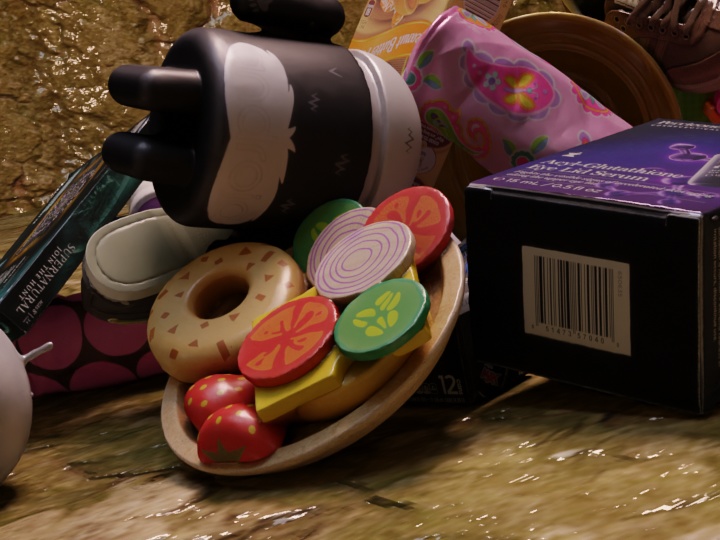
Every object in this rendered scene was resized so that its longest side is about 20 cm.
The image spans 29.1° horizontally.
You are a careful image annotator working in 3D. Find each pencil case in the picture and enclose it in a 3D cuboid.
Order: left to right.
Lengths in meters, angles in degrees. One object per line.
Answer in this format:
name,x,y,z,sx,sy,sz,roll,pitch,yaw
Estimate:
pencil case,-0.157,0.035,1.016,0.198,0.091,0.094,-10,40,3
pencil case,0.114,-0.093,0.929,0.199,0.088,0.087,35,17,4

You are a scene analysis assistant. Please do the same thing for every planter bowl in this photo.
planter bowl,0.152,-0.100,1.081,0.199,0.202,0.083,-9,10,16

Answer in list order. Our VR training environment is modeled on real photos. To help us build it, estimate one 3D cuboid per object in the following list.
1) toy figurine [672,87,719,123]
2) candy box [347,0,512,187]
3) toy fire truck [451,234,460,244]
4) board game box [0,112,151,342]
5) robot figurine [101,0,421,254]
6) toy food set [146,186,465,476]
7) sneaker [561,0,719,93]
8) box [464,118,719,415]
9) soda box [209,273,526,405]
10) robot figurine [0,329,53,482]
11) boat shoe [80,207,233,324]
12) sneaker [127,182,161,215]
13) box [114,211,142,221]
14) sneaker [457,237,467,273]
toy figurine,0.326,-0.074,1.002,0.150,0.199,0.185,-46,19,22
candy box,0.033,-0.144,1.035,0.055,0.201,0.115,22,4,-31
toy fire truck,0.070,-0.046,1.206,0.199,0.113,0.168,-6,29,35
board game box,-0.214,-0.019,0.964,0.135,0.028,0.201,-25,26,49
robot figurine,-0.058,-0.085,0.872,0.199,0.125,0.151,2,-43,-29
toy food set,-0.030,0.029,0.765,0.197,0.049,0.201,-28,31,10
sneaker,0.218,-0.181,1.027,0.075,0.071,0.200,31,-6,-28
box,0.175,-0.012,0.769,0.147,0.105,0.199,10,22,41
soda box,0.002,0.042,0.849,0.199,0.064,0.071,-3,13,41
robot figurine,-0.267,0.084,0.764,0.199,0.114,0.169,-17,-8,-31
boat shoe,-0.093,-0.015,0.936,0.200,0.072,0.061,-14,-25,-26
sneaker,-0.152,-0.039,1.151,0.074,0.100,0.201,-10,-30,-7
box,-0.130,-0.008,1.072,0.120,0.033,0.200,-11,-25,-2
sneaker,0.081,0.003,0.963,0.078,0.076,0.200,-26,1,15
